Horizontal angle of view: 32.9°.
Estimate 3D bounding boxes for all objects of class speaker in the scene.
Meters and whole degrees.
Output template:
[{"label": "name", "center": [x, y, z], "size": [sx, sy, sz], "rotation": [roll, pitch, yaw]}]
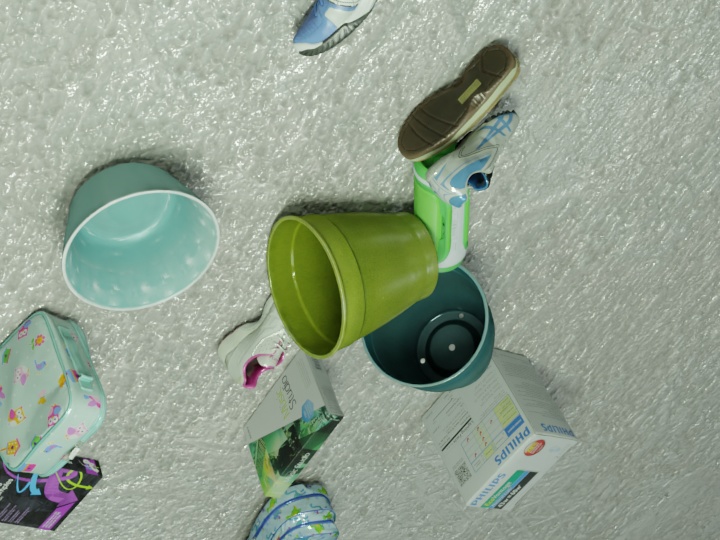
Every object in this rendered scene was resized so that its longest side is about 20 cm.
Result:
[{"label": "speaker", "center": [0.116, -0.090, 1.755], "size": [0.088, 0.089, 0.201], "rotation": [-18, 140, -13]}]

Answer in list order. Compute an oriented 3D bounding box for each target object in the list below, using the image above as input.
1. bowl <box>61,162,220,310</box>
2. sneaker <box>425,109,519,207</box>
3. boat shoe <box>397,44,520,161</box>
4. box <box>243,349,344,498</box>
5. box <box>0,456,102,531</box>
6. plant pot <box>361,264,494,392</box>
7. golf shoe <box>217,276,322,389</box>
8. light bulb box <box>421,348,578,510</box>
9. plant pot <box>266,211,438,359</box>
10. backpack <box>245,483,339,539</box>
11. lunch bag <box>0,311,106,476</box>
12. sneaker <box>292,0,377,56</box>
[{"label": "bowl", "center": [-0.286, -0.056, 1.534], "size": [0.199, 0.105, 0.202], "rotation": [-16, 139, -14]}, {"label": "sneaker", "center": [0.159, -0.151, 1.639], "size": [0.200, 0.073, 0.072], "rotation": [-44, -175, -39]}, {"label": "boat shoe", "center": [0.140, -0.215, 1.655], "size": [0.200, 0.072, 0.076], "rotation": [-39, 156, 14]}, {"label": "box", "center": [-0.109, 0.240, 1.930], "size": [0.036, 0.145, 0.201], "rotation": [14, 125, -34]}, {"label": "box", "center": [-0.516, 0.333, 1.871], "size": [0.199, 0.036, 0.143], "rotation": [22, 119, -43]}, {"label": "plant pot", "center": [0.123, 0.099, 1.895], "size": [0.199, 0.201, 0.188], "rotation": [-35, 155, 7]}, {"label": "golf shoe", "center": [-0.121, 0.095, 1.809], "size": [0.200, 0.092, 0.075], "rotation": [-43, 138, 15]}, {"label": "light bulb box", "center": [0.240, 0.278, 2.137], "size": [0.124, 0.201, 0.199], "rotation": [15, 125, -40]}, {"label": "plant pot", "center": [0.000, 0.000, 1.718], "size": [0.192, 0.201, 0.201], "rotation": [-17, 141, -30]}, {"label": "backpack", "center": [-0.116, 0.470, 2.195], "size": [0.162, 0.154, 0.201], "rotation": [6, 117, -27]}, {"label": "lunch bag", "center": [-0.416, 0.163, 1.616], "size": [0.160, 0.201, 0.077], "rotation": [-43, 141, 14]}, {"label": "sneaker", "center": [-0.016, -0.337, 1.435], "size": [0.077, 0.076, 0.200], "rotation": [37, 110, -25]}]
